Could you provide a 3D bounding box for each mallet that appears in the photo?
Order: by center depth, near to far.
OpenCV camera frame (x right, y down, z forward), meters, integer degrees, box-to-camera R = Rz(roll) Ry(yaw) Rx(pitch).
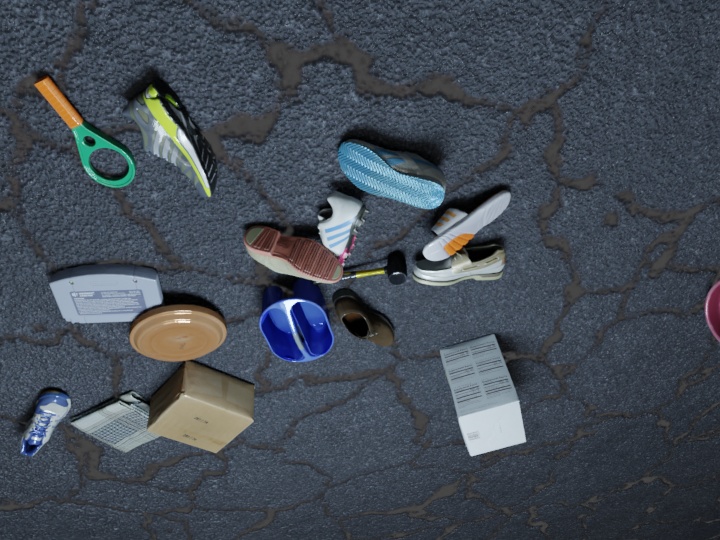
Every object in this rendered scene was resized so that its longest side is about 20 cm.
[{"bbox_3d":[0.000,0.000,1.147,0.198,0.066,0.041,-3,133,14],"label":"mallet"}]

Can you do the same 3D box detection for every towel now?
[{"bbox_3d":[-0.590,0.392,1.400,0.199,0.035,0.193,-26,131,13],"label":"towel"}]

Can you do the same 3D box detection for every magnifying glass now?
[{"bbox_3d":[-0.437,-0.216,0.882,0.079,0.023,0.201,-20,134,9],"label":"magnifying glass"}]

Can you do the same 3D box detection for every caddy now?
[{"bbox_3d":[-0.135,0.115,1.173,0.140,0.105,0.201,-15,133,3],"label":"caddy"}]

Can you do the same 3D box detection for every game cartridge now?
[{"bbox_3d":[-0.498,0.046,1.100,0.198,0.041,0.134,-2,136,-9],"label":"game cartridge"}]

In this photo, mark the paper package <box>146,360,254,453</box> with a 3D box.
[{"bbox_3d":[-0.383,0.332,1.334,0.199,0.104,0.190,29,123,-32],"label":"paper package"}]

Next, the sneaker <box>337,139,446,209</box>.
[{"bbox_3d":[0.055,-0.175,0.967,0.199,0.081,0.077,24,129,-4],"label":"sneaker"}]

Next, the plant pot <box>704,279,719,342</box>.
[{"bbox_3d":[0.958,0.090,1.293,0.177,0.201,0.201,-12,135,-20],"label":"plant pot"}]

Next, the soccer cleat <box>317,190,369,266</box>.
[{"bbox_3d":[-0.049,-0.070,1.058,0.086,0.070,0.201,30,136,5],"label":"soccer cleat"}]

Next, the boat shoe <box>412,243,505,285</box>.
[{"bbox_3d":[0.203,-0.019,1.139,0.198,0.075,0.069,-7,128,-13],"label":"boat shoe"}]

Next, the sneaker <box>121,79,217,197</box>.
[{"bbox_3d":[-0.300,-0.201,0.891,0.080,0.074,0.201,-16,126,14],"label":"sneaker"}]

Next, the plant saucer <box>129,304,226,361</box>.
[{"bbox_3d":[-0.387,0.141,1.180,0.198,0.033,0.201,-10,145,-7],"label":"plant saucer"}]

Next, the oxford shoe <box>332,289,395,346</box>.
[{"bbox_3d":[0.010,0.129,1.228,0.072,0.085,0.200,-36,129,20],"label":"oxford shoe"}]

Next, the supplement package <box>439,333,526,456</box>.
[{"bbox_3d":[0.299,0.305,1.358,0.146,0.201,0.192,-16,132,6],"label":"supplement package"}]

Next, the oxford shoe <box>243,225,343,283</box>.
[{"bbox_3d":[-0.126,-0.022,1.057,0.199,0.071,0.074,25,152,6],"label":"oxford shoe"}]

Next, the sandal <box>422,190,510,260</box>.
[{"bbox_3d":[0.198,-0.097,1.077,0.206,0.059,0.079,-36,148,-4],"label":"sandal"}]

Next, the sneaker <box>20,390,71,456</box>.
[{"bbox_3d":[-0.750,0.367,1.315,0.075,0.089,0.200,23,123,-25],"label":"sneaker"}]
